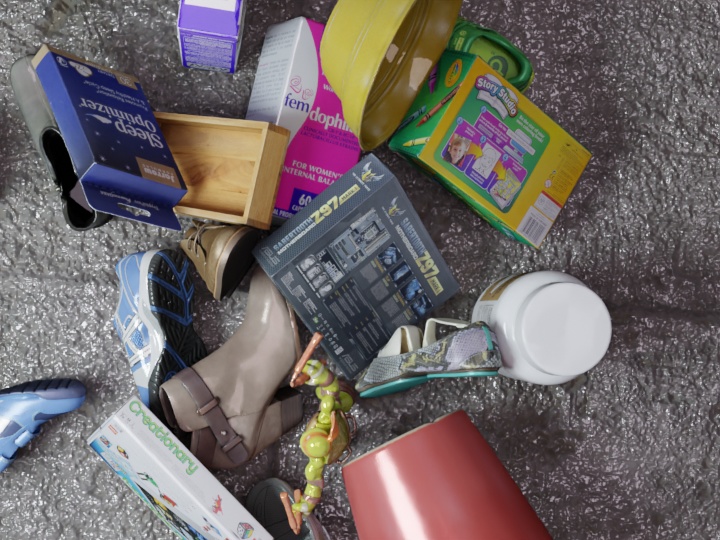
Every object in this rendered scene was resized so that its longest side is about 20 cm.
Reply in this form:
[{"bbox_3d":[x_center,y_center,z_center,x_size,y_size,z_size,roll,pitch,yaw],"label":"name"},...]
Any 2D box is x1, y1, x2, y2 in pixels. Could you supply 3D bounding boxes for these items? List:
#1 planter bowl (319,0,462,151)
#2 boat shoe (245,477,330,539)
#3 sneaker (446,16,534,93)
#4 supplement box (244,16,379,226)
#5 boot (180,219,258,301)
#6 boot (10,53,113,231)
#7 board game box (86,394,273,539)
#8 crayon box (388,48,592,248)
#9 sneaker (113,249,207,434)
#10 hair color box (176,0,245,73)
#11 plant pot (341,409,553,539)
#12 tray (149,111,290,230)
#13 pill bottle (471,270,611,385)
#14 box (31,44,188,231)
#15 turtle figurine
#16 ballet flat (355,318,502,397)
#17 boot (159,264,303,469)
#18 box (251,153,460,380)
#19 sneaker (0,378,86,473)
[{"bbox_3d":[0.018,-0.223,1.331,0.083,0.200,0.201,30,86,13],"label":"planter bowl"},{"bbox_3d":[-0.054,0.309,1.454,0.074,0.065,0.203,-32,86,14],"label":"boat shoe"},{"bbox_3d":[0.094,-0.243,1.462,0.198,0.084,0.075,18,88,-4],"label":"sneaker"},{"bbox_3d":[-0.058,-0.146,1.426,0.100,0.103,0.202,14,86,-24],"label":"supplement box"},{"bbox_3d":[-0.147,-0.018,1.376,0.075,0.200,0.074,36,81,-2],"label":"boot"},{"bbox_3d":[-0.300,-0.135,1.397,0.067,0.131,0.201,-24,91,-4],"label":"boot"},{"bbox_3d":[-0.185,0.221,1.404,0.200,0.126,0.035,46,61,-3],"label":"board game box"},{"bbox_3d":[0.137,-0.124,1.432,0.200,0.058,0.119,34,85,-35],"label":"crayon box"},{"bbox_3d":[-0.210,0.073,1.440,0.075,0.077,0.202,-14,107,-49],"label":"sneaker"},{"bbox_3d":[-0.144,-0.269,1.380,0.064,0.200,0.110,8,88,-7],"label":"hair color box"},{"bbox_3d":[0.078,0.250,1.408,0.199,0.200,0.178,-25,82,-6],"label":"plant pot"},{"bbox_3d":[-0.159,-0.103,1.392,0.037,0.199,0.099,14,87,-47],"label":"tray"},{"bbox_3d":[0.184,0.057,1.407,0.113,0.200,0.115,0,89,-6],"label":"pill bottle"},{"bbox_3d":[-0.242,-0.130,1.367,0.032,0.121,0.201,-43,56,25],"label":"box"},{"bbox_3d":[-0.035,0.153,1.397,0.064,0.161,0.202,5,97,5],"label":"turtle figurine"},{"bbox_3d":[0.067,0.085,1.415,0.072,0.200,0.073,11,72,-38],"label":"ballet flat"},{"bbox_3d":[-0.136,0.104,1.421,0.145,0.070,0.202,-15,100,-27],"label":"boot"},{"bbox_3d":[0.000,0.000,1.405,0.157,0.200,0.051,-39,48,-4],"label":"box"},{"bbox_3d":[-0.369,0.166,1.417,0.199,0.074,0.083,-19,93,2],"label":"sneaker"}]
